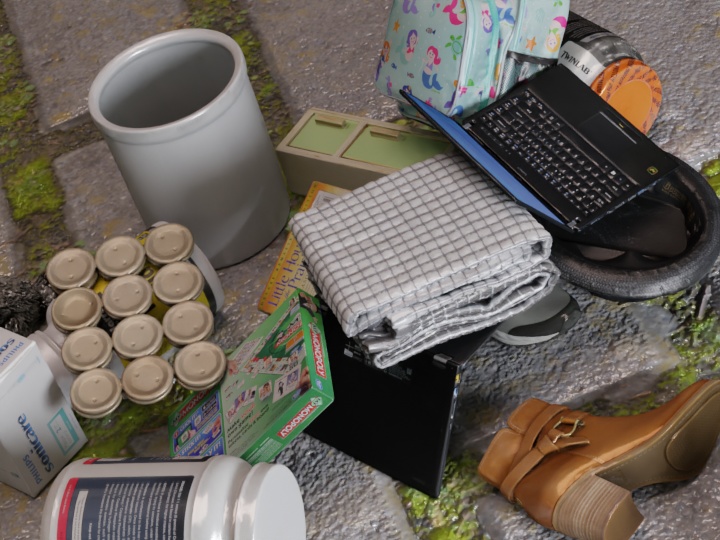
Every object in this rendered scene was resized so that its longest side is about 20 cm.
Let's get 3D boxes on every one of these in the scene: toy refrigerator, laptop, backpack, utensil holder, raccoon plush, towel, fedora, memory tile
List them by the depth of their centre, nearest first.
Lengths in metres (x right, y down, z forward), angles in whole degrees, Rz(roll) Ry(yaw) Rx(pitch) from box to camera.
[{"bbox_3d":[0.055,-0.008,1.597,0.199,0.086,0.166,-24,42,-10],"label":"towel"},{"bbox_3d":[0.165,-0.130,1.648,0.199,0.104,0.177,-31,56,-19],"label":"laptop"},{"bbox_3d":[0.050,0.074,1.652,0.187,0.201,0.116,23,21,39],"label":"laptop"},{"bbox_3d":[0.241,-0.030,1.693,0.199,0.092,0.201,-2,53,3],"label":"fedora"},{"bbox_3d":[-0.217,0.046,1.711,0.152,0.017,0.201,-15,54,-4],"label":"memory tile"},{"bbox_3d":[0.115,-0.235,1.808,0.177,0.150,0.201,29,104,49],"label":"backpack"},{"bbox_3d":[-0.390,0.007,1.877,0.096,0.134,0.200,17,52,36],"label":"raccoon plush"},{"bbox_3d":[-0.176,-0.124,1.888,0.169,0.201,0.170,-10,41,9],"label":"utensil holder"},{"bbox_3d":[0.014,-0.114,1.903,0.199,0.070,0.076,14,51,34],"label":"toy refrigerator"}]

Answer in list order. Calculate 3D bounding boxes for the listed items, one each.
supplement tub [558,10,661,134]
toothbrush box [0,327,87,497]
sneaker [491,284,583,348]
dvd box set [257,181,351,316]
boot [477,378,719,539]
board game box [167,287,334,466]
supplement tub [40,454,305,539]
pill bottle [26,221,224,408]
[{"bbox_3d":[0.216,-0.207,1.886,0.122,0.123,0.200,-34,42,-17],"label":"supplement tub"},{"bbox_3d":[-0.382,0.117,1.745,0.199,0.147,0.085,18,53,37],"label":"toothbrush box"},{"bbox_3d":[0.127,0.009,1.717,0.074,0.080,0.200,-39,46,-24],"label":"sneaker"},{"bbox_3d":[0.000,0.000,1.754,0.199,0.029,0.147,16,79,42],"label":"dvd box set"},{"bbox_3d":[0.209,0.141,1.547,0.200,0.074,0.154,-40,40,-26],"label":"boot"},{"bbox_3d":[-0.104,0.126,1.634,0.200,0.029,0.135,-44,32,26],"label":"board game box"},{"bbox_3d":[-0.160,0.230,1.538,0.199,0.141,0.141,-3,43,19],"label":"supplement tub"},{"bbox_3d":[-0.243,0.050,1.791,0.200,0.112,0.111,-40,44,-21],"label":"pill bottle"}]
